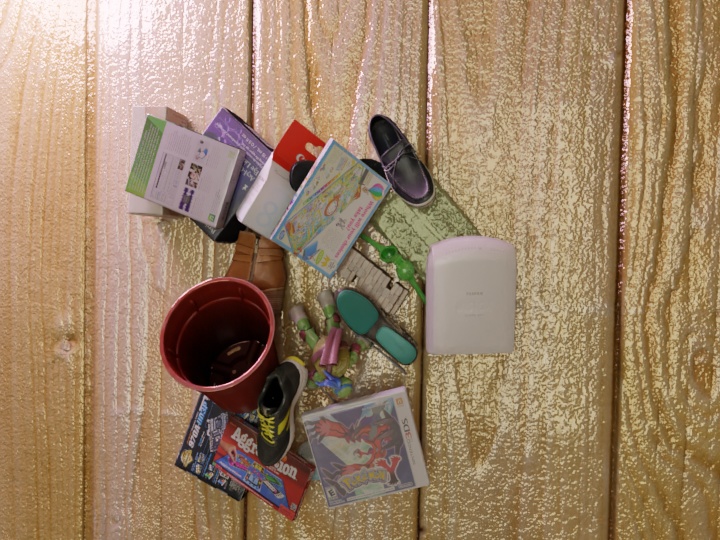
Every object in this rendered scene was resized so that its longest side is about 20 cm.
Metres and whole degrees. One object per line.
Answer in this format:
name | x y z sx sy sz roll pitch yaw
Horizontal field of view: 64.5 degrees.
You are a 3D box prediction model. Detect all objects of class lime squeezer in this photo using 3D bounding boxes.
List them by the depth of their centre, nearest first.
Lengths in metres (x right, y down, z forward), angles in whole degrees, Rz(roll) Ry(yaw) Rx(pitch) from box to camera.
lime squeezer | 0.066 -0.015 1.055 0.200 0.071 0.038 45 92 7

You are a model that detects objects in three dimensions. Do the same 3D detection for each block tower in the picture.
block tower | 0.000 0.000 1.075 0.198 0.054 0.059 37 96 7

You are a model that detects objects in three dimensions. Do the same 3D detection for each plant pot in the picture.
plant pot | -0.230 0.152 1.026 0.193 0.197 0.207 -2 59 4

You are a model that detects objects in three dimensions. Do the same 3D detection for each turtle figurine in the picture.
turtle figurine | -0.050 0.154 1.078 0.143 0.197 0.198 -40 63 30

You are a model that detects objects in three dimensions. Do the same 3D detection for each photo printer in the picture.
photo printer | 0.195 0.043 1.010 0.160 0.070 0.208 0 100 -1

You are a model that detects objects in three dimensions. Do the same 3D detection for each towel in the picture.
towel | 0.116 -0.087 1.061 0.149 0.036 0.200 -45 82 7

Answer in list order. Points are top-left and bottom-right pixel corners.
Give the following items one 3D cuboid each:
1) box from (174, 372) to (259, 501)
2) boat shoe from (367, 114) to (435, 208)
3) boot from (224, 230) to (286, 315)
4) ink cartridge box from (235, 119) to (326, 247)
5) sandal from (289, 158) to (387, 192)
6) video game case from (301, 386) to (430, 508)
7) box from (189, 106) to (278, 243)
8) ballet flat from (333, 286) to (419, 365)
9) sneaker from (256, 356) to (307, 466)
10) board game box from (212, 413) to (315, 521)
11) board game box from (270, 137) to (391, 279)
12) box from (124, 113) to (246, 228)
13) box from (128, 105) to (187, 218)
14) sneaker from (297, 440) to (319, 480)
box | -0.263 0.325 1.132 0.155 0.046 0.206 22 95 9
boat shoe | 0.069 -0.200 1.029 0.073 0.062 0.204 -31 69 9
boot | -0.239 0.002 1.112 0.192 0.074 0.161 2 92 -2
ink cartridge box | -0.112 -0.142 1.047 0.203 0.158 0.047 -56 38 6
sandal | -0.032 -0.162 1.036 0.194 0.048 0.078 -6 104 -25
video game case | 0.010 0.319 1.022 0.193 0.023 0.188 -15 100 7
box | -0.252 -0.176 1.092 0.147 0.104 0.202 39 97 7
ballet flat | 0.027 0.097 1.049 0.199 0.075 0.068 40 99 -13
sneaker | -0.156 0.251 1.001 0.073 0.084 0.207 18 100 23
board game box | -0.183 0.363 1.064 0.196 0.019 0.106 24 95 22
board game box | -0.053 -0.107 1.009 0.133 0.034 0.203 33 97 -19
box | -0.318 -0.180 1.035 0.194 0.036 0.149 21 95 8
box | -0.398 -0.210 1.125 0.075 0.095 0.208 3 93 9
sneaker | -0.019 0.354 1.087 0.193 0.075 0.084 -8 119 5
